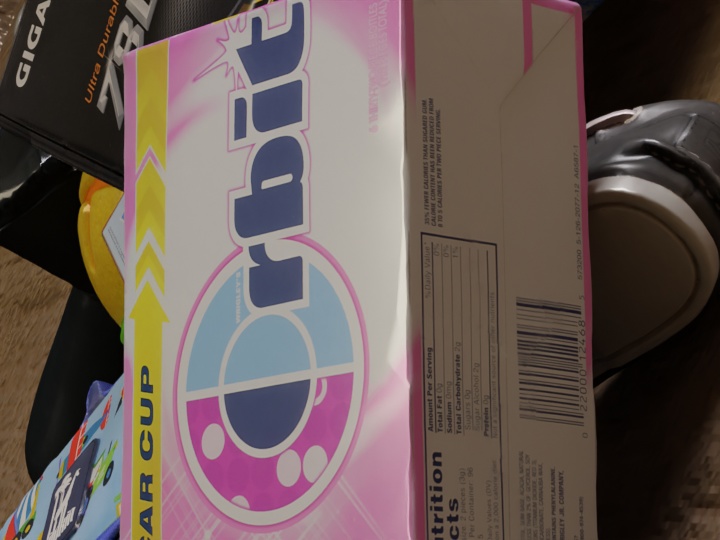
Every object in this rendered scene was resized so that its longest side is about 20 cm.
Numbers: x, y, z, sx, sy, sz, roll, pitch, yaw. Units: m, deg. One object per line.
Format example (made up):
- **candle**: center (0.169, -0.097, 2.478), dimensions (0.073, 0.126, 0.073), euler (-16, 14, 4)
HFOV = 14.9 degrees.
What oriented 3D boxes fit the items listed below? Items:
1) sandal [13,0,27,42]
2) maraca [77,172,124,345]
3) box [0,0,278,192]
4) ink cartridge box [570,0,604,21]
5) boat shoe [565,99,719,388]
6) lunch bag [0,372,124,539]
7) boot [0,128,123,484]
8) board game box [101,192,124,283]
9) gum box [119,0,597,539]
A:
- **sandal**: center (-0.078, -0.078, 1.055), dimensions (0.082, 0.055, 0.200), euler (-37, 40, -5)
- **maraca**: center (-0.054, -0.043, 1.153), dimensions (0.137, 0.107, 0.200), euler (-58, 3, 34)
- **box**: center (-0.030, -0.115, 0.868), dimensions (0.198, 0.050, 0.201), euler (26, 99, 52)
- **ink cartridge box**: center (0.038, -0.134, 0.881), dimensions (0.200, 0.067, 0.117), euler (-43, 47, 35)
- **boat shoe**: center (0.035, 0.014, 0.776), dimensions (0.200, 0.067, 0.057), euler (-33, 15, 43)
- **lunch bag**: center (-0.068, 0.108, 0.886), dimensions (0.151, 0.094, 0.200), euler (-53, 30, 33)
- **boot**: center (-0.130, 0.001, 1.227), dimensions (0.076, 0.168, 0.201), euler (23, 84, 35)
- **board game box**: center (-0.027, 0.023, 0.914), dimensions (0.103, 0.019, 0.200), euler (-58, 45, 35)
- **gum box**: center (-0.002, 0.034, 0.704), dimensions (0.113, 0.066, 0.201), euler (-13, 74, 47)
